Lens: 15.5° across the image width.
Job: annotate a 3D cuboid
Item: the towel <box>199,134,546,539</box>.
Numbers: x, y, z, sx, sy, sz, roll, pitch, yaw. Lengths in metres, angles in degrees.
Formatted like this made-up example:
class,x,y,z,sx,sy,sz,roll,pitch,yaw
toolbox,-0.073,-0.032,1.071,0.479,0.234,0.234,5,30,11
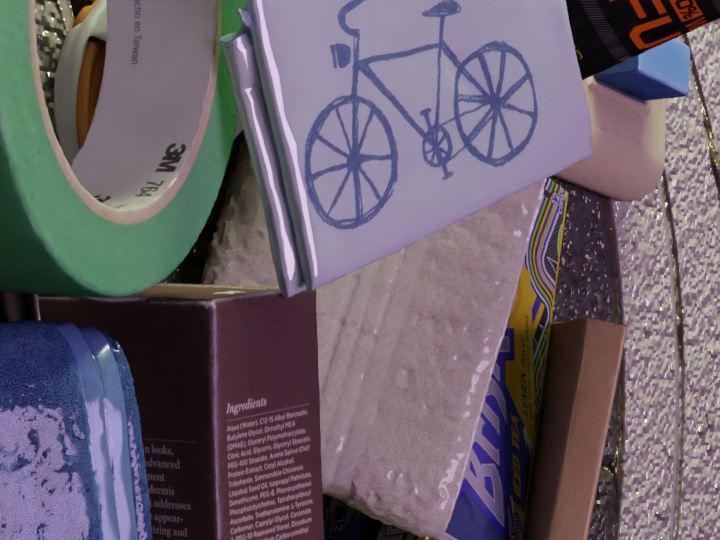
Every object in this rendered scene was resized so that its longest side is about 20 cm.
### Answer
class,x,y,z,sx,sy,sz,roll,pitch,yaw
towel,0.000,0.000,1.110,0.034,0.132,0.201,115,-7,-73

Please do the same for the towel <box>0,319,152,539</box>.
class,x,y,z,sx,sy,sz,roll,pitch,yaw
towel,-0.163,0.077,0.880,0.199,0.048,0.112,-5,89,-33

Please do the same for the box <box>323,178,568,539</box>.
class,x,y,z,sx,sy,sz,roll,pitch,yaw
box,0.038,0.043,1.176,0.070,0.064,0.201,35,55,-42

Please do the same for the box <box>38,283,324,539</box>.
class,x,y,z,sx,sy,sz,roll,pitch,yaw
box,-0.072,0.106,1.023,0.075,0.100,0.201,-10,100,-54

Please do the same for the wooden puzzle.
class,x,y,z,sx,sy,sz,roll,pitch,yaw
wooden puzzle,0.118,-0.148,1.326,0.185,0.046,0.201,17,77,-54

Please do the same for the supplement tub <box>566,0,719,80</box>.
class,x,y,z,sx,sy,sz,roll,pitch,yaw
supplement tub,0.115,-0.158,1.171,0.123,0.199,0.123,59,15,-27

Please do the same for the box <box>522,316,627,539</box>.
class,x,y,z,sx,sy,sz,roll,pitch,yaw
box,0.077,0.122,1.194,0.163,0.021,0.201,152,-50,-83

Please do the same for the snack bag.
class,x,y,z,sx,sy,sz,roll,pitch,yaw
snack bag,0.014,-0.111,1.033,0.188,0.021,0.201,-26,109,-44

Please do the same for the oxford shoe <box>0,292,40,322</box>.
class,x,y,z,sx,sy,sz,roll,pitch,yaw
oxford shoe,-0.137,0.086,0.968,0.075,0.058,0.201,-24,111,-54

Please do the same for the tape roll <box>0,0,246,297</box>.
class,x,y,z,sx,sy,sz,roll,pitch,yaw
tape roll,-0.100,-0.091,0.924,0.200,0.048,0.201,3,90,-68

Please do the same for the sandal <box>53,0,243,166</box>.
class,x,y,z,sx,sy,sz,roll,pitch,yaw
sandal,-0.055,-0.108,1.075,0.079,0.059,0.207,58,47,-37
